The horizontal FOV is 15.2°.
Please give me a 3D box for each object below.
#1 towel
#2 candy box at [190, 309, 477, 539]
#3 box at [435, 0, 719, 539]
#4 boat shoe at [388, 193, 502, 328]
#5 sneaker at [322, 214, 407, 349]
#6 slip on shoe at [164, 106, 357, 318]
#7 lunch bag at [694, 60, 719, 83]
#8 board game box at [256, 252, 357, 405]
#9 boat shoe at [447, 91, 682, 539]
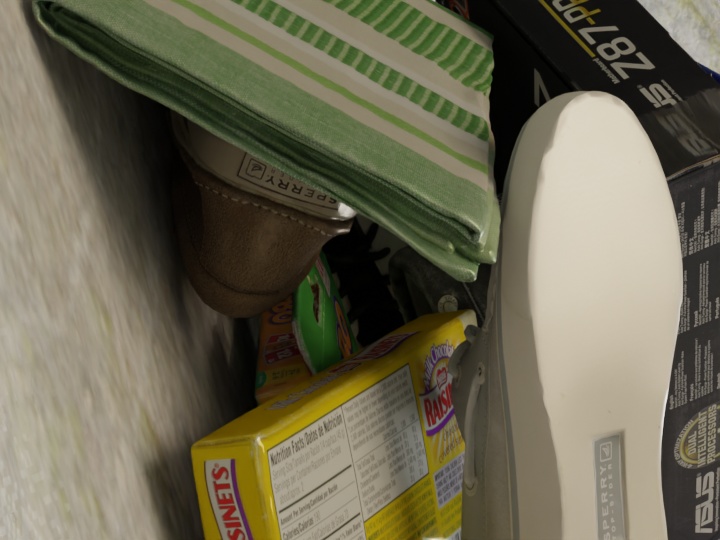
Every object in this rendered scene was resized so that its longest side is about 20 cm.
[{"bbox_3d":[-0.023,-0.072,0.850,0.152,0.023,0.200,29,21,-9],"label":"towel"},{"bbox_3d":[0.004,0.079,0.831,0.200,0.026,0.102,-25,105,-68],"label":"candy box"},{"bbox_3d":[0.087,-0.014,0.991,0.161,0.049,0.200,52,-23,40],"label":"box"},{"bbox_3d":[0.055,0.072,0.991,0.071,0.064,0.200,18,-50,58],"label":"boat shoe"},{"bbox_3d":[0.000,0.000,1.032,0.200,0.074,0.080,66,13,0],"label":"sneaker"},{"bbox_3d":[-0.034,-0.047,0.908,0.200,0.076,0.061,-106,-144,-65],"label":"slip on shoe"},{"bbox_3d":[0.149,-0.008,1.146,0.151,0.200,0.094,102,10,-52],"label":"lunch bag"},{"bbox_3d":[0.001,0.087,0.940,0.096,0.030,0.200,-90,166,-64],"label":"board game box"},{"bbox_3d":[0.059,0.044,0.850,0.072,0.068,0.201,-13,101,-41],"label":"boat shoe"}]
